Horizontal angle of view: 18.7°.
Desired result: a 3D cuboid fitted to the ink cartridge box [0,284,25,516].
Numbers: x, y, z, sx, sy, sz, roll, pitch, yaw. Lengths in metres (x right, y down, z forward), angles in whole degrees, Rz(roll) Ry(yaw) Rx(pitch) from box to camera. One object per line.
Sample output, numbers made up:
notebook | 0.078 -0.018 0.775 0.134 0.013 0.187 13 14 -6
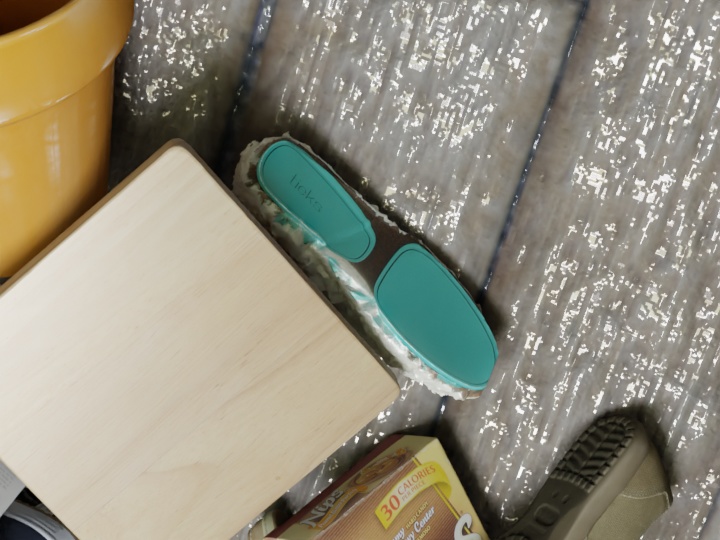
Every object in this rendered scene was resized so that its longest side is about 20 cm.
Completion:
ink cartridge box | -0.250 0.062 1.319 0.160 0.200 0.047 42 124 -5

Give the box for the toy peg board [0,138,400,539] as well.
toy peg board | -0.118 0.048 1.281 0.200 0.098 0.199 -40 109 6

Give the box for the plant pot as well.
plant pot | -0.221 -0.103 1.250 0.199 0.201 0.184 7 131 14

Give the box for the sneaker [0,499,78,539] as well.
sneaker | -0.277 0.169 1.334 0.199 0.108 0.071 15 113 25

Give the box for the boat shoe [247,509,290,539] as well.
boat shoe | -0.053 0.251 1.369 0.065 0.072 0.201 -17 70 18

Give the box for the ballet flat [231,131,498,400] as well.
ballet flat | 0.000 0.000 1.298 0.200 0.072 0.072 47 119 -5

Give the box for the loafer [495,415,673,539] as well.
loafer | 0.116 0.180 1.295 0.067 0.076 0.200 41 90 -20

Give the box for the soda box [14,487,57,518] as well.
soda box | -0.218 0.221 1.431 0.063 0.071 0.201 18 118 21

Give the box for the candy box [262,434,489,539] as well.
candy box | 0.037 0.216 1.344 0.055 0.115 0.201 -2 119 55
